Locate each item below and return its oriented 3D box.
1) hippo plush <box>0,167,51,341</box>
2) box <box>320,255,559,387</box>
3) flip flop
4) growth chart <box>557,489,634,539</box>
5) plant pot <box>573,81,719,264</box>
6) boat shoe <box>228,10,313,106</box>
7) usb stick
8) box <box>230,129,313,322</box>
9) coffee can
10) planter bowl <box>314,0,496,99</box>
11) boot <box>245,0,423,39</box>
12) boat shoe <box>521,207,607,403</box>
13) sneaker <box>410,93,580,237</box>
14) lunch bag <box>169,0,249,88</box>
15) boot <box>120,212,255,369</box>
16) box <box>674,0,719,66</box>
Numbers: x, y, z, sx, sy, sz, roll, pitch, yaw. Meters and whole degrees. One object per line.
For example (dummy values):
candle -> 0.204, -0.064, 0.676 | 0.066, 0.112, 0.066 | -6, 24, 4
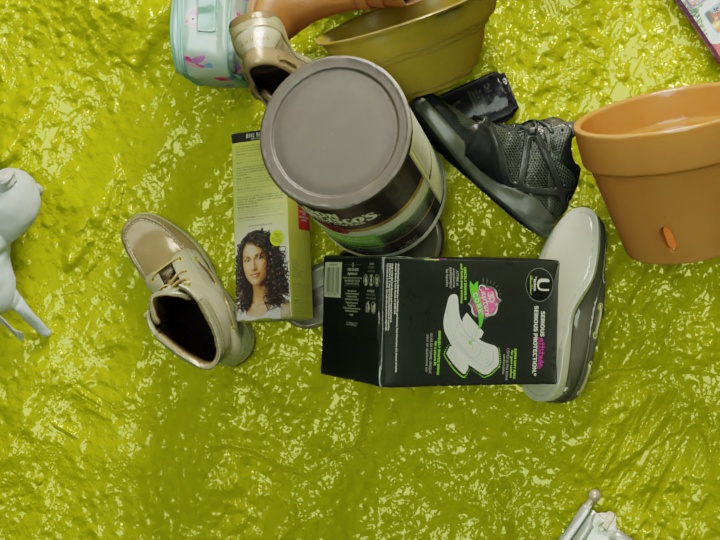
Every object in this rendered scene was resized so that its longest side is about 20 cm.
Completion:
hippo plush -> -0.415, -0.040, 1.562 | 0.198, 0.159, 0.162 | 26, 95, 8
box -> 0.078, 0.048, 1.451 | 0.198, 0.148, 0.126 | 2, 90, -25
flip flop -> 0.000, 0.000, 1.546 | 0.198, 0.058, 0.082 | -26, 83, 10
growth chart -> 0.274, 0.349, 1.527 | 0.200, 0.018, 0.145 | 41, 97, 7
plant pot -> 0.320, -0.094, 1.439 | 0.197, 0.200, 0.142 | -11, 105, 9
boat shoe -> -0.083, -0.188, 1.487 | 0.070, 0.200, 0.065 | -17, 67, 12
usb stick -> 0.070, -0.150, 1.549 | 0.198, 0.033, 0.056 | -23, 80, 9
box -> -0.094, -0.048, 1.548 | 0.074, 0.050, 0.203 | -6, 83, 29
coffee can -> -0.001, -0.106, 1.433 | 0.144, 0.200, 0.148 | -3, 77, 13
planter bowl -> 0.060, -0.226, 1.482 | 0.198, 0.201, 0.084 | -18, 106, 9
boot -> -0.012, -0.281, 1.490 | 0.154, 0.077, 0.200 | 24, 57, 35
boat shoe -> 0.219, 0.038, 1.513 | 0.072, 0.060, 0.204 | 14, 91, 46
sneaker -> 0.147, -0.137, 1.501 | 0.199, 0.076, 0.115 | 38, 91, -12
lunch bag -> -0.150, -0.296, 1.518 | 0.076, 0.160, 0.203 | 2, 92, 8
boot -> -0.196, 0.019, 1.529 | 0.072, 0.155, 0.201 | -39, 85, 7
box -> 0.419, -0.313, 1.488 | 0.199, 0.039, 0.138 | -35, 85, 7
